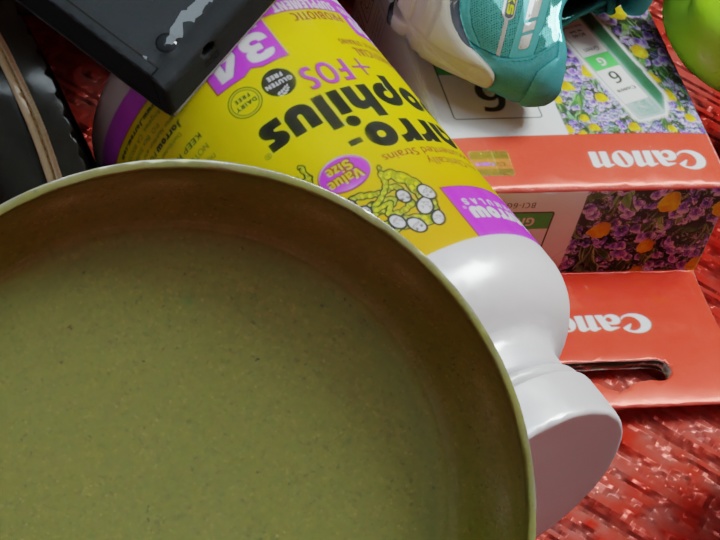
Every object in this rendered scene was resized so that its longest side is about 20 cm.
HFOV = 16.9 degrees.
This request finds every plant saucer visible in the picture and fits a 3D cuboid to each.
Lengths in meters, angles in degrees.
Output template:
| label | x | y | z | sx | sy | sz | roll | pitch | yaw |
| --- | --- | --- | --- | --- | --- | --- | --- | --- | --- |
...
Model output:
| label | x | y | z | sx | sy | sz | roll | pitch | yaw |
| --- | --- | --- | --- | --- | --- | --- | --- | --- | --- |
| plant saucer | -0.052 | 0.069 | 0.667 | 0.200 | 0.200 | 0.031 | 6 | 3 | -12 |

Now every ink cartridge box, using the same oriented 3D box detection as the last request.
| label | x | y | z | sx | sy | sz | roll | pitch | yaw |
| --- | --- | --- | --- | --- | --- | --- | --- | --- | --- |
| ink cartridge box | 0.073 | -0.039 | 0.900 | 0.109 | 0.050 | 0.200 | -2 | 47 | -19 |

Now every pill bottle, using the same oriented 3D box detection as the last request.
| label | x | y | z | sx | sy | sz | roll | pitch | yaw |
| --- | --- | --- | --- | --- | --- | --- | --- | --- | --- |
| pill bottle | 0.000 | 0.000 | 0.806 | 0.104 | 0.104 | 0.200 | -19 | 57 | -31 |

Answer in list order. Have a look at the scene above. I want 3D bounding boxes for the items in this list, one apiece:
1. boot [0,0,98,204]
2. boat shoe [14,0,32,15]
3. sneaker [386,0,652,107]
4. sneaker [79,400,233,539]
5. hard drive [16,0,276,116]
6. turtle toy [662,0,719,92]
| label | x | y | z | sx | sy | sz | roll | pitch | yaw |
| --- | --- | --- | --- | --- | --- | --- | --- | --- | --- |
| boot | -0.178 | -0.056 | 0.843 | 0.138 | 0.077 | 0.200 | -28 | 76 | -6 |
| boat shoe | -0.168 | -0.173 | 0.938 | 0.060 | 0.072 | 0.202 | -24 | 63 | -39 |
| sneaker | 0.087 | -0.132 | 0.916 | 0.080 | 0.078 | 0.200 | 36 | 57 | 6 |
| sneaker | -0.046 | 0.084 | 0.716 | 0.200 | 0.099 | 0.078 | 25 | 46 | 6 |
| hard drive | -0.052 | -0.168 | 0.810 | 0.140 | 0.033 | 0.200 | 37 | 78 | 15 |
| turtle toy | 0.206 | -0.061 | 0.924 | 0.200 | 0.101 | 0.146 | 22 | 46 | 2 |
